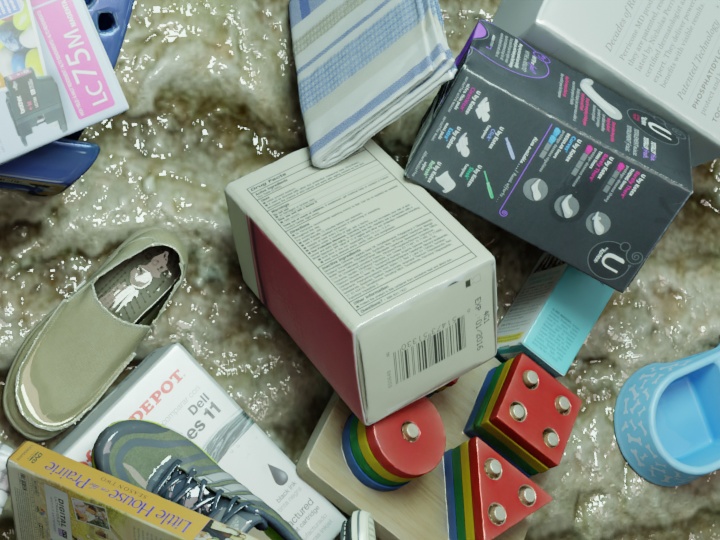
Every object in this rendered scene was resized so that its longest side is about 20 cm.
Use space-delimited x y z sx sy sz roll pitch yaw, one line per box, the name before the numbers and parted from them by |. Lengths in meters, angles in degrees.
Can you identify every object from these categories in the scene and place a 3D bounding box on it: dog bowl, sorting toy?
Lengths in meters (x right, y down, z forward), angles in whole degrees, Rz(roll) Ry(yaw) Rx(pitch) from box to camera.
dog bowl | 0.324 0.119 1.316 0.199 0.050 0.112 -21 89 -19
sorting toy | 0.078 0.133 1.185 0.200 0.069 0.200 39 52 -14

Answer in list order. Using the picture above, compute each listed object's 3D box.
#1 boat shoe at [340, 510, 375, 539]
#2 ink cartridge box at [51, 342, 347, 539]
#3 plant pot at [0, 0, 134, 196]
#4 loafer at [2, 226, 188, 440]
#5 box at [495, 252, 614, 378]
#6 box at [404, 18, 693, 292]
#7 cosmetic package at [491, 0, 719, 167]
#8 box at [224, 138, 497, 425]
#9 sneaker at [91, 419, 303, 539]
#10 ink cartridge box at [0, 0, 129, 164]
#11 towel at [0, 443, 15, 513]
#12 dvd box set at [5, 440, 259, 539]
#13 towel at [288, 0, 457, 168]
boat shoe | -0.025 0.275 1.140 0.062 0.075 0.202 11 114 0
ink cartridge box | -0.133 0.176 1.144 0.200 0.083 0.147 46 72 -7
plant pot | -0.277 -0.155 1.091 0.198 0.200 0.182 7 87 -16
loafer | -0.206 0.043 1.148 0.075 0.068 0.201 37 73 -9
box | 0.190 -0.002 1.274 0.049 0.082 0.201 37 74 -11
box | 0.149 -0.092 1.160 0.199 0.122 0.106 28 119 -3
cosmetic package | 0.231 -0.202 1.270 0.199 0.167 0.167 31 74 -11
box | 0.000 0.000 1.144 0.127 0.110 0.200 -26 46 -19
sneaker | -0.105 0.173 1.066 0.199 0.081 0.074 35 73 -11
ink cartridge box | -0.268 -0.124 0.980 0.199 0.042 0.120 -24 100 -10
towel | -0.359 0.189 1.073 0.165 0.086 0.201 25 77 -11
dvd box set | -0.161 0.215 1.059 0.199 0.147 0.029 18 40 21
towel | 0.005 -0.188 1.175 0.024 0.146 0.201 31 36 -39
